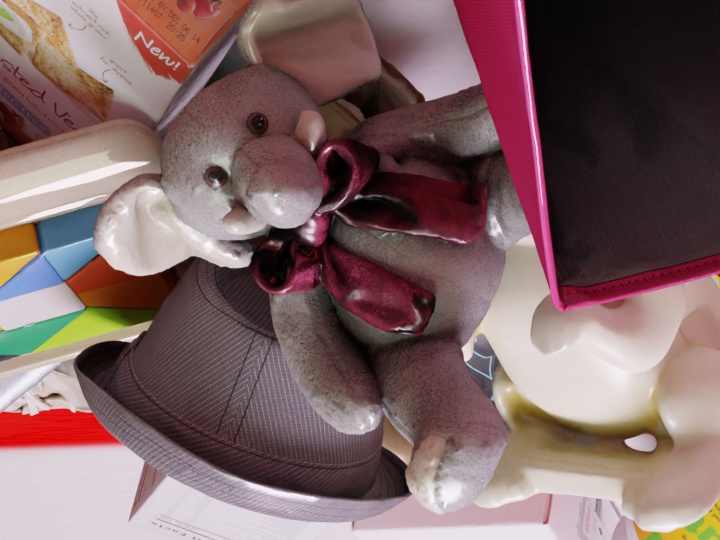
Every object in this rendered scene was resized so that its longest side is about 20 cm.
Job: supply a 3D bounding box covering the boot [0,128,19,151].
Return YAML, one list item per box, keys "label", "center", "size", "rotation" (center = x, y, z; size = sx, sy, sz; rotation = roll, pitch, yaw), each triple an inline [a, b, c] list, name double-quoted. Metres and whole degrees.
- label: "boot"
  center: [-0.222, -0.038, 0.990]
  size: [0.199, 0.077, 0.156]
  rotation: [17, 153, 31]

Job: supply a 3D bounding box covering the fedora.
- label: "fedora"
  center: [-0.042, 0.043, 0.868]
  size: [0.176, 0.091, 0.200]
  rotation: [25, -168, 10]

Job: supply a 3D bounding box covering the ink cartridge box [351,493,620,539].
- label: "ink cartridge box"
  center: [0.097, 0.190, 1.245]
  size: [0.145, 0.083, 0.200]
  rotation: [-6, 142, 25]

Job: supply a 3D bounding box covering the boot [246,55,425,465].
- label: "boot"
  center: [0.000, 0.000, 0.947]
  size: [0.175, 0.066, 0.201]
  rotation: [39, 136, 11]

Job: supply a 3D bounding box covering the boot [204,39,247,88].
- label: "boot"
  center: [-0.051, -0.142, 0.807]
  size: [0.181, 0.073, 0.201]
  rotation: [32, 146, 25]

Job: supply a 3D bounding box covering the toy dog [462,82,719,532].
- label: "toy dog"
  center: [0.115, -0.005, 0.856]
  size: [0.139, 0.194, 0.201]
  rotation: [10, 129, 47]

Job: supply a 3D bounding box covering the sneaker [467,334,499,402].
- label: "sneaker"
  center: [0.067, 0.043, 1.055]
  size: [0.079, 0.076, 0.200]
  rotation: [-6, 142, 21]

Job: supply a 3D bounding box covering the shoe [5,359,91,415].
- label: "shoe"
  center: [-0.230, 0.072, 1.165]
  size: [0.199, 0.054, 0.070]
  rotation: [5, 148, 38]

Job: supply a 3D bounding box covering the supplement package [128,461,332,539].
- label: "supplement package"
  center: [-0.056, 0.093, 1.132]
  size: [0.113, 0.110, 0.200]
  rotation: [23, 144, -15]

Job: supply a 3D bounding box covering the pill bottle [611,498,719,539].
- label: "pill bottle"
  center: [0.230, 0.143, 1.110]
  size: [0.110, 0.112, 0.200]
  rotation: [18, 145, -8]

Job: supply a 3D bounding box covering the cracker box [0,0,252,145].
- label: "cracker box"
  center: [-0.134, -0.117, 0.832]
  size: [0.134, 0.058, 0.200]
  rotation: [42, 154, -3]

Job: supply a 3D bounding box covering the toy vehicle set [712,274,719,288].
- label: "toy vehicle set"
  center: [0.168, -0.036, 0.951]
  size: [0.123, 0.027, 0.201]
  rotation: [-2, 143, 21]

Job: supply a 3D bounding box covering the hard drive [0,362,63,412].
- label: "hard drive"
  center: [-0.282, 0.050, 1.065]
  size: [0.200, 0.033, 0.140]
  rotation: [-39, 110, 0]

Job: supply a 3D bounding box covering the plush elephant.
- label: "plush elephant"
  center: [-0.013, -0.028, 0.743]
  size: [0.154, 0.166, 0.200]
  rotation: [25, -173, -30]

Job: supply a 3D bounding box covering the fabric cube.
- label: "fabric cube"
  center: [0.128, -0.140, 0.618]
  size: [0.198, 0.201, 0.197]
  rotation: [-14, 142, 1]

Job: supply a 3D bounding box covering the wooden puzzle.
- label: "wooden puzzle"
  center: [-0.164, 0.006, 0.876]
  size: [0.183, 0.038, 0.200]
  rotation: [-15, 157, 1]

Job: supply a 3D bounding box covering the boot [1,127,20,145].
- label: "boot"
  center: [-0.160, -0.021, 1.063]
  size: [0.130, 0.068, 0.201]
  rotation: [25, 146, 4]
